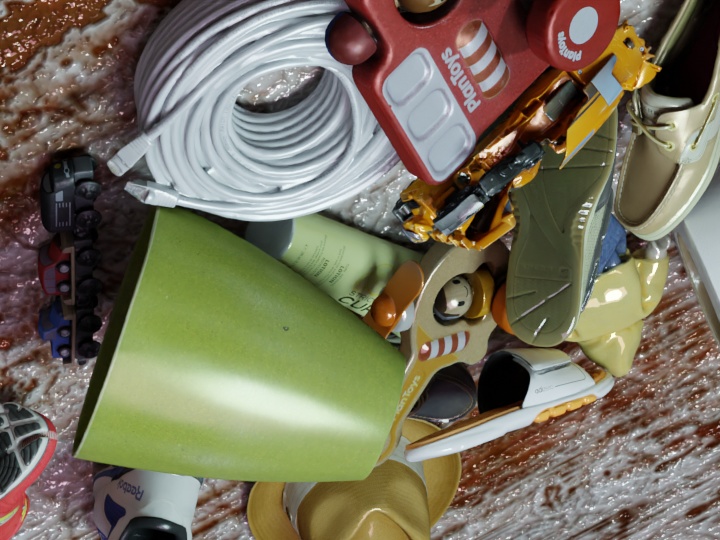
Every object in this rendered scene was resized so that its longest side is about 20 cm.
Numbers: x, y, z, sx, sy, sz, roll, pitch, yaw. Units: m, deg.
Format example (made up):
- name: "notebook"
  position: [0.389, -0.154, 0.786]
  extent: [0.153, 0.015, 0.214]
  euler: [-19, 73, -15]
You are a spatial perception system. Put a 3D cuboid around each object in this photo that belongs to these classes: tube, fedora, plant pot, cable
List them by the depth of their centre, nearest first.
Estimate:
- name: "cable"
  position: [-0.053, -0.117, 1.569]
  extent: [0.199, 0.070, 0.200]
  euler: [18, 126, -36]
- name: "plant pot"
  position: [-0.076, 0.069, 1.623]
  extent: [0.198, 0.188, 0.188]
  euler: [18, 130, -9]
- name: "tube"
  position: [0.000, 0.000, 1.734]
  extent: [0.058, 0.052, 0.199]
  euler: [-11, 156, 39]
- name: "fedora"
  position: [0.003, 0.205, 1.928]
  extent: [0.199, 0.082, 0.202]
  euler: [-12, 138, -11]

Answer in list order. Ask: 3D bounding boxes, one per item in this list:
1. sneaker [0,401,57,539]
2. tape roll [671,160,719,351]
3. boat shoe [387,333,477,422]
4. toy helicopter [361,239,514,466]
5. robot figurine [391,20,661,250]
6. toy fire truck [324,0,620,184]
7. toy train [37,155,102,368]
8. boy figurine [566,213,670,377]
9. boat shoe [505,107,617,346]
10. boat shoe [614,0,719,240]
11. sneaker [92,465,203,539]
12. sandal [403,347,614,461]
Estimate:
- name: "sneaker"
  position: [-0.283, 0.167, 1.794]
  extent: [0.084, 0.077, 0.200]
  euler: [7, 140, -43]
- name: "tape roll"
  position: [0.318, -0.006, 1.737]
  extent: [0.138, 0.204, 0.203]
  euler: [-22, 139, 4]
- name: "boat shoe"
  position: [0.013, 0.090, 1.814]
  extent: [0.199, 0.074, 0.075]
  euler: [19, 126, -36]
- name: "toy helicopter"
  position: [0.041, 0.057, 1.725]
  extent: [0.132, 0.079, 0.201]
  euler: [18, 106, -49]
- name: "robot figurine"
  position: [0.107, -0.087, 1.585]
  extent: [0.200, 0.145, 0.058]
  euler: [-46, 105, -7]
- name: "toy fire truck"
  position: [0.059, -0.167, 1.480]
  extent: [0.168, 0.112, 0.200]
  euler: [-47, 138, -11]
- name: "toy train"
  position: [-0.206, -0.002, 1.657]
  extent: [0.045, 0.034, 0.201]
  euler: [-6, 137, -11]
- name: "boy figurine"
  position: [0.183, 0.007, 1.802]
  extent: [0.124, 0.065, 0.200]
  euler: [-25, 140, 5]
- name: "boat shoe"
  position: [0.144, -0.047, 1.682]
  extent: [0.071, 0.203, 0.066]
  euler: [9, -177, 13]
- name: "boat shoe"
  position: [0.220, -0.118, 1.644]
  extent: [0.066, 0.074, 0.201]
  euler: [8, 109, -46]
- name: "sneaker"
  position: [-0.170, 0.205, 1.797]
  extent: [0.080, 0.116, 0.200]
  euler: [14, 152, -9]
- name: "sandal"
  position: [0.112, 0.091, 1.795]
  extent: [0.206, 0.060, 0.079]
  euler: [-18, -179, -40]
